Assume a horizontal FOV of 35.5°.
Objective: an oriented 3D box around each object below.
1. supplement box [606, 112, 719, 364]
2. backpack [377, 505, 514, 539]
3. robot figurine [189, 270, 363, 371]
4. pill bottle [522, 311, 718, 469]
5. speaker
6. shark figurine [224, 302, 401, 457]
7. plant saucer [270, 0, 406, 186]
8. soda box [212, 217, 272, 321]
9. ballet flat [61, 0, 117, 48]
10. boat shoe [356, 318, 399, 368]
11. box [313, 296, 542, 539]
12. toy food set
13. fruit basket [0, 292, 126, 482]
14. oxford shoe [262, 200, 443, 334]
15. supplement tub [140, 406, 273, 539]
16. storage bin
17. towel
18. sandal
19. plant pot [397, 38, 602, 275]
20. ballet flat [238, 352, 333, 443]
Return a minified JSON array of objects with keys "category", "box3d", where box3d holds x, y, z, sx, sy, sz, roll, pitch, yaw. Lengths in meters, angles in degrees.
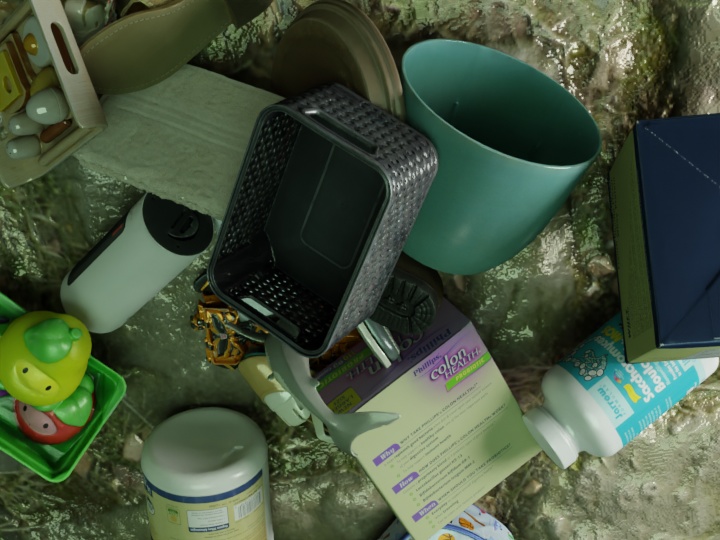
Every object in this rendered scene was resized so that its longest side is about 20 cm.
[{"category":"supplement box","box3d":[0.316,-0.022,1.045,0.133,0.200,0.202,-4,80,4]},{"category":"backpack","box3d":[0.094,0.371,1.344,0.199,0.154,0.192,27,106,-9]},{"category":"robot figurine","box3d":[-0.089,0.053,1.221,0.198,0.058,0.146,-5,117,4]},{"category":"pill bottle","box3d":[0.268,0.119,1.181,0.200,0.111,0.111,-39,113,-5]},{"category":"speaker","box3d":[-0.228,-0.009,1.139,0.081,0.082,0.200,37,138,-17]},{"category":"shark figurine","box3d":[-0.048,0.077,1.073,0.128,0.215,0.090,31,104,-30]},{"category":"plant saucer","box3d":[-0.028,-0.149,1.045,0.029,0.200,0.202,-16,125,-33]},{"category":"soda box","box3d":[-0.110,-0.056,1.130,0.068,0.063,0.202,-13,100,7]},{"category":"ballet flat","box3d":[-0.260,-0.271,1.048,0.075,0.064,0.201,10,119,-5]},{"category":"boat shoe","box3d":[0.000,0.000,1.142,0.061,0.073,0.201,-25,75,-3]},{"category":"box","box3d":[0.070,0.157,1.206,0.175,0.097,0.201,-36,122,-6]},{"category":"toy food set","box3d":[-0.313,-0.169,1.036,0.199,0.060,0.145,-19,93,51]},{"category":"fruit basket","box3d":[-0.351,0.112,1.181,0.215,0.215,0.156,38,78,-17]},{"category":"oxford shoe","box3d":[-0.009,-0.015,1.087,0.199,0.085,0.073,33,123,1]},{"category":"supplement tub","box3d":[-0.173,0.276,1.296,0.143,0.145,0.202,0,118,2]},{"category":"storage bin","box3d":[-0.035,-0.044,0.977,0.135,0.094,0.201,33,122,15]},{"category":"towel","box3d":[-0.166,-0.128,1.065,0.199,0.133,0.035,22,164,20]},{"category":"sandal","box3d":[-0.182,-0.242,1.067,0.211,0.070,0.078,-30,138,-6]},{"category":"plant pot","box3d":[0.102,-0.095,1.063,0.199,0.201,0.162,19,125,-8]},{"category":"ballet flat","box3d":[-0.050,0.148,1.230,0.199,0.064,0.068,27,140,-36]}]
